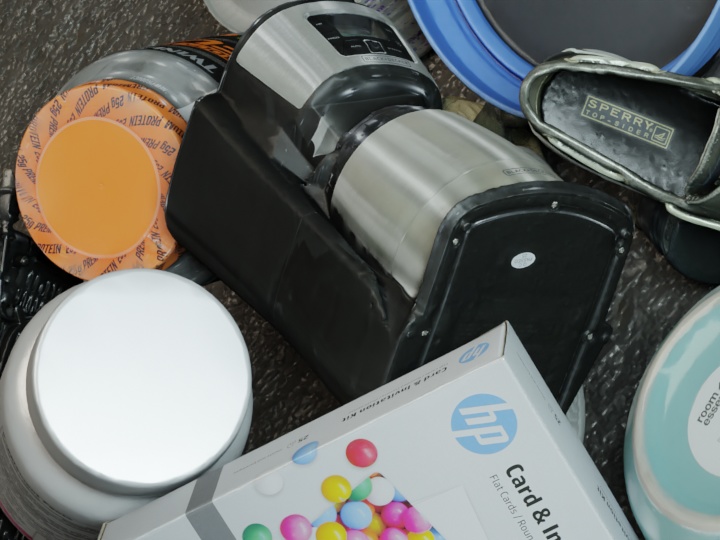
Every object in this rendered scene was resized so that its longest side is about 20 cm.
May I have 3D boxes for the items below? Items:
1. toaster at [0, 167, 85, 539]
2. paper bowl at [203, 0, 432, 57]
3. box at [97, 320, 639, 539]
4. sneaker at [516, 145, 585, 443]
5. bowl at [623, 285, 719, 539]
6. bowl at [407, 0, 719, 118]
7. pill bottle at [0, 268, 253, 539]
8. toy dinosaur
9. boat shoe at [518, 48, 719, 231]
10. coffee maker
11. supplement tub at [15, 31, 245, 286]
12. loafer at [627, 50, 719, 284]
[{"bbox_3d":[-0.175,0.081,1.511,0.118,0.181,0.201,-6,61,45],"label":"toaster"},{"bbox_3d":[-0.010,-0.209,1.602,0.200,0.104,0.201,-23,50,31],"label":"paper bowl"},{"bbox_3d":[0.012,0.133,1.230,0.199,0.156,0.041,-27,18,14],"label":"box"},{"bbox_3d":[0.042,0.050,1.404,0.118,0.074,0.201,-21,56,43],"label":"sneaker"},{"bbox_3d":[0.189,0.073,1.217,0.200,0.105,0.201,-24,50,31],"label":"bowl"},{"bbox_3d":[0.103,-0.170,1.380,0.200,0.039,0.202,6,99,38],"label":"bowl"},{"bbox_3d":[-0.110,0.066,1.338,0.200,0.113,0.114,132,159,-73],"label":"pill bottle"},{"bbox_3d":[0.073,-0.076,1.475,0.200,0.047,0.088,42,114,47],"label":"toy dinosaur"},{"bbox_3d":[0.163,-0.046,1.280,0.199,0.064,0.071,17,95,11],"label":"boat shoe"},{"bbox_3d":[0.000,0.000,1.312,0.192,0.135,0.200,-53,43,6],"label":"coffee maker"},{"bbox_3d":[-0.084,-0.055,1.480,0.122,0.200,0.123,4,100,22],"label":"supplement tub"},{"bbox_3d":[0.190,-0.092,1.352,0.200,0.073,0.072,-52,36,3],"label":"loafer"}]
